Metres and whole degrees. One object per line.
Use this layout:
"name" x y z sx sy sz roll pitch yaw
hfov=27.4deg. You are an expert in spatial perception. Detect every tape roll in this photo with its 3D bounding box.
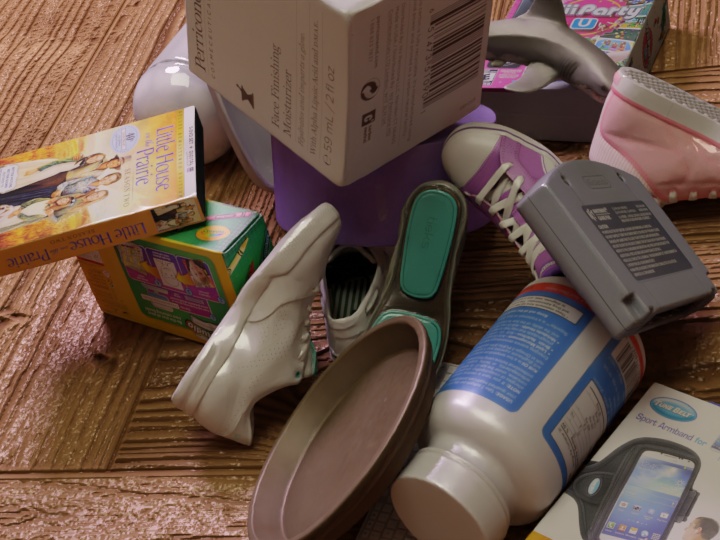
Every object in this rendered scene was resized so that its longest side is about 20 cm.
"tape roll" 0.021 -0.091 1.286 0.197 0.086 0.200 -3 20 1

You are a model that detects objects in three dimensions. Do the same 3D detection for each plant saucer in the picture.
"plant saucer" -0.010 0.122 1.061 0.200 0.029 0.201 -48 17 20

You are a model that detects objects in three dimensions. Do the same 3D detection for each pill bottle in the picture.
"pill bottle" 0.109 0.106 1.043 0.111 0.113 0.200 17 48 36

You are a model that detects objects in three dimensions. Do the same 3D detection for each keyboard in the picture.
"keyboard" 0.052 0.143 1.102 0.056 0.011 0.201 4 43 26

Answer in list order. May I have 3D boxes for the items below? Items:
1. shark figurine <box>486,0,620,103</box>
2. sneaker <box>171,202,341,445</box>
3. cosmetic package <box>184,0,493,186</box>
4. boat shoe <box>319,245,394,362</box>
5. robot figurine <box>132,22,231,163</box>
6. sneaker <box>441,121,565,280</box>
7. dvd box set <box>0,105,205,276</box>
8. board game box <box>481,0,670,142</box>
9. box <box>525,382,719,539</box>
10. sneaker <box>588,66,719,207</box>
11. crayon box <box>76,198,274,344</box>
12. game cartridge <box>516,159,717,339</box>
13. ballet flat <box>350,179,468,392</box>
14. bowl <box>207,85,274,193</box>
"shark figurine" 0.136 -0.214 1.310 0.211 0.090 0.129 8 34 -4
"sneaker" -0.061 0.044 1.173 0.201 0.088 0.075 -55 4 1
"cosmetic package" -0.019 -0.209 1.172 0.164 0.166 0.199 -32 54 -31
"boat shoe" 0.000 0.000 1.253 0.073 0.067 0.201 -13 38 5
"robot figurine" -0.159 -0.186 1.506 0.169 0.113 0.201 -41 15 46
"sneaker" 0.138 -0.036 1.140 0.200 0.073 0.114 38 25 5
"dvd box set" -0.230 -0.068 1.261 0.197 0.030 0.147 -14 38 5
"board game box" 0.205 -0.210 1.435 0.146 0.065 0.201 5 43 25
"box" 0.211 0.154 1.003 0.118 0.042 0.200 19 53 38
"sneaker" 0.286 -0.083 1.250 0.198 0.106 0.075 28 22 8
"crayon box" -0.159 -0.005 1.279 0.198 0.120 0.058 14 47 34
"game cartridge" 0.187 -0.020 1.079 0.134 0.042 0.199 51 25 16
"ballet flat" 0.045 0.029 1.172 0.067 0.064 0.203 16 88 10
"bowl" -0.057 -0.183 1.413 0.198 0.202 0.074 -24 4 -25
